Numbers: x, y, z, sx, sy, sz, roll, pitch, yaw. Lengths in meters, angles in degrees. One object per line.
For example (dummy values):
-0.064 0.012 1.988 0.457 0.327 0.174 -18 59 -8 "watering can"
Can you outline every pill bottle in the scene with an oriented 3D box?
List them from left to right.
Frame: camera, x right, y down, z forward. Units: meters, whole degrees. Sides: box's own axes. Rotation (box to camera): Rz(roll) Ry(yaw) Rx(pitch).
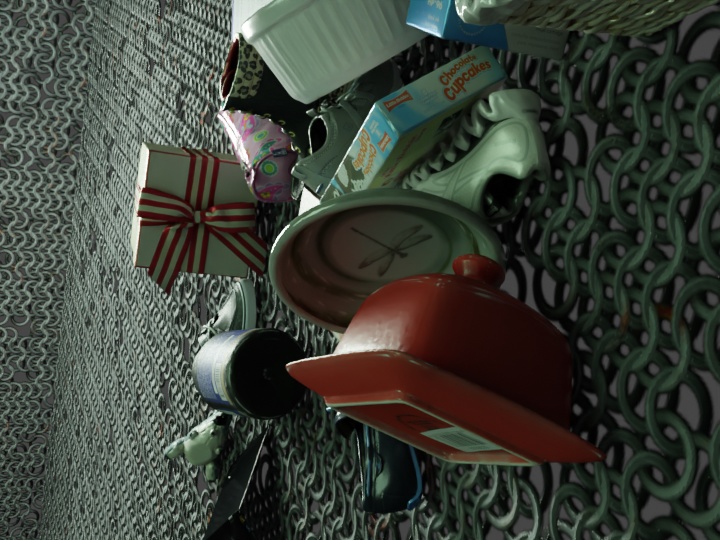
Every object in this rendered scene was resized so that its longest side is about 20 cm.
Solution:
-0.152 0.133 1.245 0.199 0.111 0.113 -9 79 63 "pill bottle"

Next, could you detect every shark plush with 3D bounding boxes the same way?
-0.235 0.237 1.465 0.201 0.090 0.084 114 178 -45 "shark plush"

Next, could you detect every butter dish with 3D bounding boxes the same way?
0.075 0.058 0.741 0.200 0.198 0.149 -19 47 61 "butter dish"

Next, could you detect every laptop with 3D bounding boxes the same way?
-0.142 0.352 1.317 0.201 0.115 0.187 54 143 11 "laptop"

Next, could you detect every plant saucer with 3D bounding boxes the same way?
0.022 -0.014 0.810 0.201 0.198 0.051 126 151 -48 "plant saucer"

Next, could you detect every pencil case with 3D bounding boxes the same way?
-0.132 -0.168 1.271 0.201 0.086 0.088 -118 40 -49 "pencil case"

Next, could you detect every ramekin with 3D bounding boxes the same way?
-0.007 -0.237 0.906 0.095 0.202 0.202 60 156 -11 "ramekin"

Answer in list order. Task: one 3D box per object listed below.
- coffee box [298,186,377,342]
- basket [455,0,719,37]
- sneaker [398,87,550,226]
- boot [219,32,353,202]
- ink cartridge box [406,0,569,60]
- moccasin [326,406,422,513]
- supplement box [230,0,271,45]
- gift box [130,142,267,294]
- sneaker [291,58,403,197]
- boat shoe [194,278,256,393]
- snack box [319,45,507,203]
0.000 0.000 0.979 0.200 0.079 0.116 42 124 58 "coffee box"
0.165 -0.263 0.574 0.200 0.159 0.201 -19 70 62 "basket"
0.091 -0.066 0.815 0.200 0.074 0.082 -49 54 53 "sneaker"
-0.094 -0.176 1.110 0.074 0.152 0.205 60 139 48 "boot"
0.118 -0.273 0.723 0.068 0.115 0.202 44 127 57 "ink cartridge box"
0.005 0.141 0.944 0.081 0.067 0.201 88 167 -48 "moccasin"
-0.079 -0.311 1.156 0.200 0.100 0.105 173 99 -64 "supplement box"
-0.234 -0.074 1.376 0.187 0.182 0.203 -145 58 -70 "gift box"
-0.012 -0.157 0.978 0.075 0.081 0.201 -49 20 50 "sneaker"
-0.202 0.100 1.404 0.072 0.067 0.202 61 139 48 "boat shoe"
0.039 -0.109 0.831 0.037 0.116 0.200 55 157 7 "snack box"
